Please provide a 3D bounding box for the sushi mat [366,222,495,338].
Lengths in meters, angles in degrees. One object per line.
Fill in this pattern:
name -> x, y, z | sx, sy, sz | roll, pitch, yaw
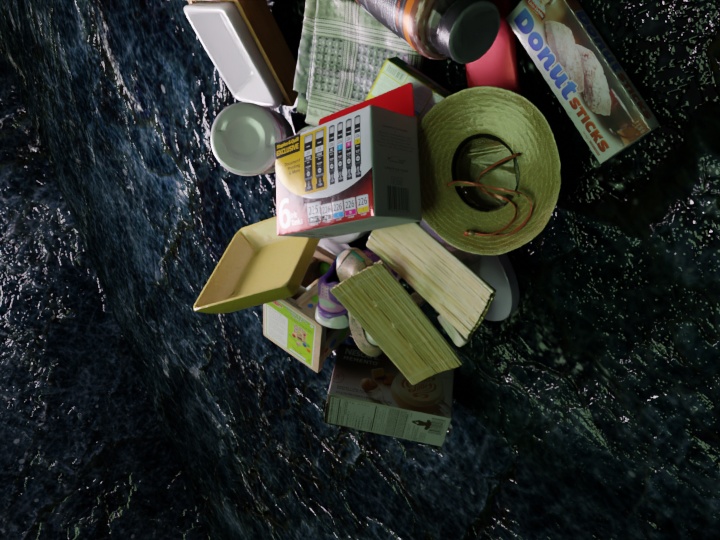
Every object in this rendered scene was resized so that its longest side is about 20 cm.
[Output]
sushi mat -> 0.086, -0.004, 0.837 | 0.200, 0.012, 0.096 | 44, 139, 25

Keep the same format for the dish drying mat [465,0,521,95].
dish drying mat -> 0.159, -0.267, 0.787 | 0.077, 0.018, 0.201 | 13, 121, 49

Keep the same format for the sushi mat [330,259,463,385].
sushi mat -> 0.051, 0.077, 0.893 | 0.095, 0.012, 0.200 | -27, 112, 35

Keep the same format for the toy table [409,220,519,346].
toy table -> 0.124, 0.004, 0.922 | 0.200, 0.117, 0.184 | 48, 143, 20

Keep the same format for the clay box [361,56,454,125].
clay box -> 0.042, -0.176, 0.892 | 0.115, 0.048, 0.201 | 35, 121, 5

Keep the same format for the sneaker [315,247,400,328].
sneaker -> 0.000, 0.000, 1.005 | 0.080, 0.200, 0.089 | 17, 135, 34

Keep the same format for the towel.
towel -> -0.007, -0.287, 0.914 | 0.199, 0.035, 0.194 | 23, 123, 21

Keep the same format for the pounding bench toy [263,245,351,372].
pounding bench toy -> -0.097, 0.041, 1.115 | 0.199, 0.156, 0.125 | 31, 140, 21

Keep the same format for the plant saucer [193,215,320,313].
plant saucer -> -0.148, -0.011, 1.030 | 0.199, 0.201, 0.049 | -15, 127, 32

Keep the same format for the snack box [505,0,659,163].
snack box -> 0.240, -0.220, 0.704 | 0.201, 0.024, 0.072 | 59, 146, 6

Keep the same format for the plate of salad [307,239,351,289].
plate of salad -> -0.055, -0.002, 1.203 | 0.199, 0.048, 0.201 | 25, 136, 28

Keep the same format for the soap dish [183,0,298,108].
soap dish -> -0.190, -0.375, 1.069 | 0.157, 0.081, 0.201 | 24, 152, 44

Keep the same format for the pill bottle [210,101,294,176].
pill bottle -> -0.172, -0.220, 1.087 | 0.200, 0.113, 0.114 | -70, -40, -80

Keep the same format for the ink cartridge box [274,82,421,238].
ink cartridge box -> -0.023, -0.139, 0.830 | 0.199, 0.084, 0.177 | -7, 83, 48

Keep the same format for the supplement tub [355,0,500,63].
supplement tub -> 0.075, -0.320, 0.755 | 0.200, 0.106, 0.107 | 53, 146, 36

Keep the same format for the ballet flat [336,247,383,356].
ballet flat -> 0.016, 0.060, 0.939 | 0.067, 0.068, 0.201 | 24, 145, 47

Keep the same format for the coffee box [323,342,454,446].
coffee box -> 0.049, 0.204, 1.063 | 0.199, 0.115, 0.080 | 11, 130, 3

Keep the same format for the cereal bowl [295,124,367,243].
cereal bowl -> -0.028, -0.148, 1.050 | 0.200, 0.083, 0.201 | 31, 133, 39

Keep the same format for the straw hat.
straw hat -> 0.159, -0.121, 0.804 | 0.200, 0.085, 0.203 | 3, 97, 25
